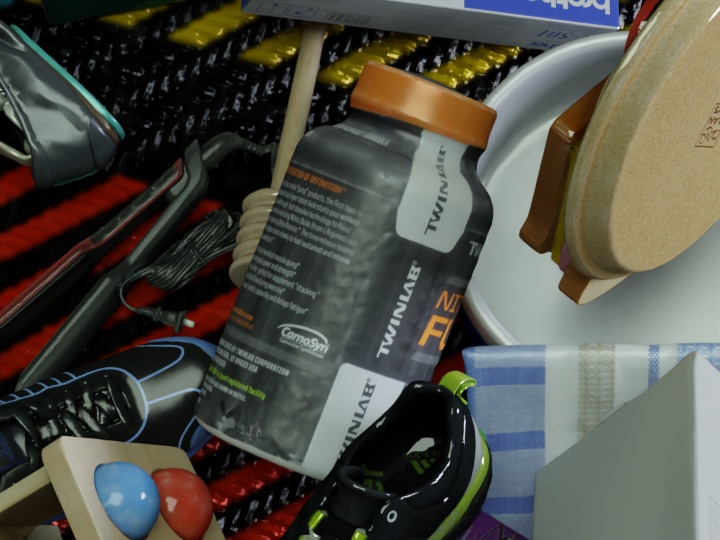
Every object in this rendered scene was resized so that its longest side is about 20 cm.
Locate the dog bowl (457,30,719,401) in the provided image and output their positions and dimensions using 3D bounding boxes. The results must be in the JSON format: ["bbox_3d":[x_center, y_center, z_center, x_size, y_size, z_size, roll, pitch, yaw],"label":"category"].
[{"bbox_3d":[0.142,-0.018,1.532,0.200,0.079,0.200,-1,72,2],"label":"dog bowl"}]

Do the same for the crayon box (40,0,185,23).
[{"bbox_3d":[-0.084,-0.217,1.619,0.200,0.052,0.126,-10,73,-1],"label":"crayon box"}]

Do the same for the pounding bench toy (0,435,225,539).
[{"bbox_3d":[-0.122,0.199,1.423,0.156,0.124,0.200,-32,72,19],"label":"pounding bench toy"}]

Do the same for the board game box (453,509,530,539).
[{"bbox_3d":[0.006,0.197,1.381,0.032,0.120,0.200,45,83,-10],"label":"board game box"}]

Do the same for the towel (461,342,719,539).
[{"bbox_3d":[0.151,0.100,1.474,0.200,0.147,0.024,1,31,5],"label":"towel"}]

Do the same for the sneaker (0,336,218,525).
[{"bbox_3d":[-0.158,0.091,1.501,0.200,0.078,0.070,-30,75,1],"label":"sneaker"}]

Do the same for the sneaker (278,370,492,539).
[{"bbox_3d":[-0.013,0.124,1.369,0.072,0.083,0.200,25,62,26],"label":"sneaker"}]

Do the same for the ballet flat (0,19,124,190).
[{"bbox_3d":[-0.211,-0.120,1.586,0.073,0.073,0.200,-39,77,-9],"label":"ballet flat"}]

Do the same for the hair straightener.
[{"bbox_3d":[-0.110,0.003,1.563,0.200,0.041,0.077,-42,76,-14],"label":"hair straightener"}]

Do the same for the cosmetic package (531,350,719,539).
[{"bbox_3d":[0.141,0.141,1.371,0.081,0.200,0.113,43,117,-16],"label":"cosmetic package"}]

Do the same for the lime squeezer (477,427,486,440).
[{"bbox_3d":[0.013,0.156,1.492,0.200,0.071,0.038,-46,69,20],"label":"lime squeezer"}]

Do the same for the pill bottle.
[{"bbox_3d":[0.000,0.000,1.456,0.106,0.106,0.200,22,93,9],"label":"pill bottle"}]

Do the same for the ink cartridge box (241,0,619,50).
[{"bbox_3d":[0.037,-0.175,1.570,0.200,0.044,0.094,6,71,-18],"label":"ink cartridge box"}]

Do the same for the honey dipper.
[{"bbox_3d":[-0.036,-0.078,1.562,0.038,0.038,0.200,6,58,4],"label":"honey dipper"}]

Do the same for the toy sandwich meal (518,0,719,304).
[{"bbox_3d":[0.141,-0.081,1.412,0.070,0.205,0.205,33,76,26],"label":"toy sandwich meal"}]
